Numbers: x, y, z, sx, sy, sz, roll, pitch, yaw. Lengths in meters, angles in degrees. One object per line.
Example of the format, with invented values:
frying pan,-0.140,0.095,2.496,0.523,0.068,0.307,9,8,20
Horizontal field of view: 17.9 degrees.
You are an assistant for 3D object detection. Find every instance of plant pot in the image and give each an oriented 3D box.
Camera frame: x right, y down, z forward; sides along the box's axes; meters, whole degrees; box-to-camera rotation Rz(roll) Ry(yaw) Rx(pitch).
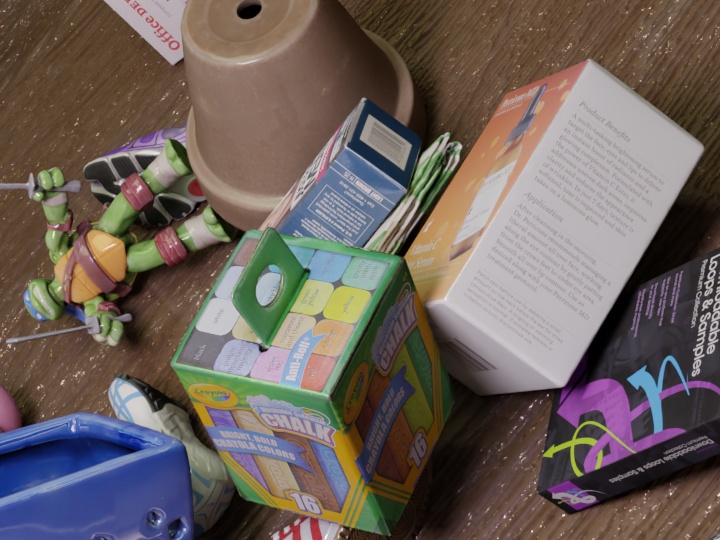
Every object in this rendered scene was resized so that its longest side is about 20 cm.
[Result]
plant pot,-0.063,-0.152,1.817,0.199,0.175,0.201,-9,55,13
plant pot,-0.229,0.219,1.626,0.199,0.181,0.200,-16,10,-28

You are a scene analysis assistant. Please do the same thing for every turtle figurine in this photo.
turtle figurine,-0.216,-0.020,1.894,0.194,0.200,0.144,-33,52,9

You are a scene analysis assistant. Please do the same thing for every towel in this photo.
towel,0.000,0.000,1.702,0.153,0.023,0.200,-42,14,55

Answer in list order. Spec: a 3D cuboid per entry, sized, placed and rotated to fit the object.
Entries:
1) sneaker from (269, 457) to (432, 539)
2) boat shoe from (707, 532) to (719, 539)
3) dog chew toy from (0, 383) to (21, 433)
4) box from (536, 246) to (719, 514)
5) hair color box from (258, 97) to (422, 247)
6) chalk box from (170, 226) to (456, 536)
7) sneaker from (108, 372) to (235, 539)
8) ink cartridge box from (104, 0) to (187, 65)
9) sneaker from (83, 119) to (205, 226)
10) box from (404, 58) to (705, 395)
sneaker,-0.037,0.194,1.604,0.112,0.071,0.200,21,74,48
boat shoe,0.188,0.210,1.370,0.200,0.068,0.072,-46,37,1
dog chew toy,-0.340,0.171,1.888,0.124,0.125,0.200,-15,38,35
box,0.201,0.064,1.483,0.200,0.036,0.143,-28,38,44
hair color box,-0.038,-0.026,1.734,0.200,0.060,0.100,-51,9,25
chalk box,-0.032,0.059,1.504,0.123,0.200,0.125,11,55,27
sneaker,-0.158,0.140,1.776,0.073,0.072,0.200,-54,33,4
ink cartridge box,-0.166,-0.303,2.141,0.200,0.129,0.125,-36,38,15
sneaker,-0.147,-0.100,1.999,0.199,0.081,0.084,-15,32,22
box,0.120,-0.026,1.582,0.200,0.106,0.152,-58,13,-15
